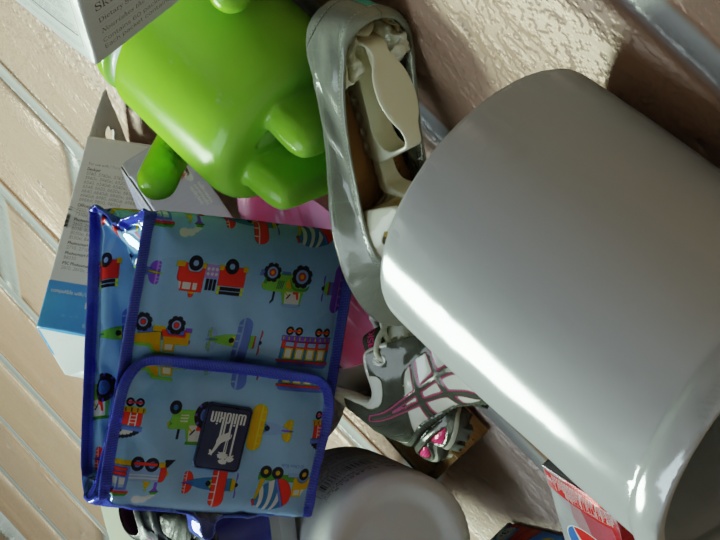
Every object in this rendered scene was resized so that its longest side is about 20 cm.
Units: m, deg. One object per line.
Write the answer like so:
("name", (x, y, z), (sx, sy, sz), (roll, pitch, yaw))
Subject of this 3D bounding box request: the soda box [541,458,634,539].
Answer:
("soda box", (0.176, 0.173, 1.426), (0.063, 0.070, 0.201), (34, 156, 37))

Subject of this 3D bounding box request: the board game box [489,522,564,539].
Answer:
("board game box", (0.145, 0.262, 1.610), (0.105, 0.103, 0.200), (55, 160, -15))

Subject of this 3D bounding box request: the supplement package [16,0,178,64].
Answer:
("supplement package", (-0.155, -0.256, 1.237), (0.150, 0.152, 0.200), (39, 158, 27))

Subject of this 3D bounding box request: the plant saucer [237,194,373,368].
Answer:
("plant saucer", (0.000, 0.000, 1.518), (0.200, 0.051, 0.201), (41, 156, 23))

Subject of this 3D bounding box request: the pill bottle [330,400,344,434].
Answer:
("pill bottle", (-0.090, 0.094, 1.804), (0.113, 0.113, 0.200), (55, 161, -16))

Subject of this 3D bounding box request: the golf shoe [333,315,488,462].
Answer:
("golf shoe", (0.048, 0.048, 1.380), (0.088, 0.078, 0.200), (20, 140, -9))

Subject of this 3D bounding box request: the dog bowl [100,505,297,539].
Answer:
("dog bowl", (-0.127, 0.174, 1.699), (0.200, 0.078, 0.201), (36, 133, 51))

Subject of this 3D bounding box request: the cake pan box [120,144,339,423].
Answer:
("cake pan box", (-0.091, 0.022, 1.620), (0.200, 0.052, 0.184), (54, 173, 22))

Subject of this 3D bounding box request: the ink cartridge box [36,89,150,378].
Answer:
("ink cartridge box", (-0.184, -0.024, 1.743), (0.067, 0.201, 0.116), (9, 160, 8))

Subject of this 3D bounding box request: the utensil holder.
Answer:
("utensil holder", (0.132, 0.019, 1.098), (0.200, 0.170, 0.170), (42, 160, 30))

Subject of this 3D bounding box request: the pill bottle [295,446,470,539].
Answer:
("pill bottle", (-0.003, 0.192, 1.692), (0.115, 0.114, 0.200), (55, 168, -14))

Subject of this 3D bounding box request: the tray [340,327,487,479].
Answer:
("tray", (0.005, 0.063, 1.654), (0.200, 0.037, 0.099), (49, 161, 6))

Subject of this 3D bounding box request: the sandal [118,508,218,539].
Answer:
("sandal", (-0.155, 0.155, 1.602), (0.201, 0.048, 0.076), (53, 146, 38))

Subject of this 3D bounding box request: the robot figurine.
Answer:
("robot figurine", (-0.084, -0.125, 1.377), (0.200, 0.115, 0.176), (44, 135, 21))

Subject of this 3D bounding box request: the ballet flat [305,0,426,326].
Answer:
("ballet flat", (0.014, -0.058, 1.299), (0.064, 0.067, 0.201), (12, 119, 54))

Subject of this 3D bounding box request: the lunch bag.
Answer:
("lunch bag", (-0.096, 0.067, 1.415), (0.094, 0.150, 0.201), (6, 91, 61))
